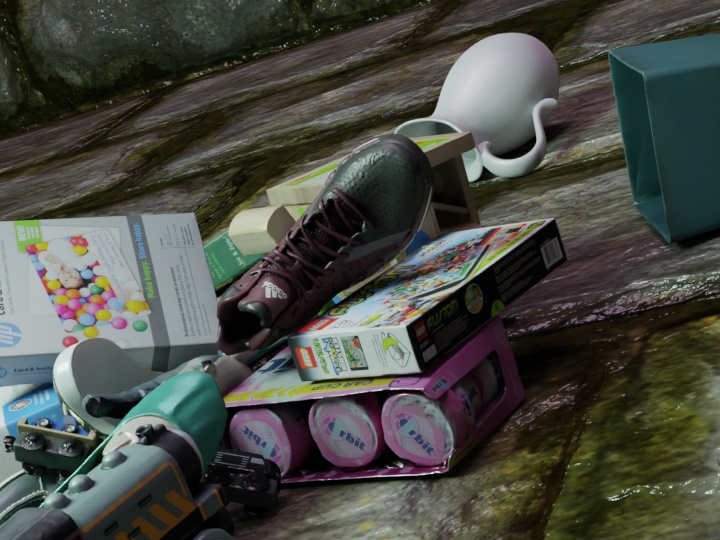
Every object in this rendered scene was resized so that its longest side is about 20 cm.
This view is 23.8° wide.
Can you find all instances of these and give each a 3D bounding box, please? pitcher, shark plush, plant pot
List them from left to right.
[{"bbox_3d":[-0.134,0.103,1.245,0.082,0.092,0.200,-4,11,27],"label":"shark plush"},{"bbox_3d":[0.157,-0.172,1.873,0.170,0.122,0.200,16,45,32],"label":"pitcher"},{"bbox_3d":[0.326,-0.128,1.422,0.197,0.143,0.141,-13,15,0],"label":"plant pot"}]

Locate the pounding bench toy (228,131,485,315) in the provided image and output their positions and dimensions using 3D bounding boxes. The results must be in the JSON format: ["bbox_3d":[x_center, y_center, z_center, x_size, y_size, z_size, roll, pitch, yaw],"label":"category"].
[{"bbox_3d":[0.000,0.000,1.340,0.199,0.158,0.124,-25,14,-35],"label":"pounding bench toy"}]

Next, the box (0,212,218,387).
[{"bbox_3d":[-0.220,0.021,1.399,0.197,0.041,0.157,-3,45,-16],"label":"box"}]

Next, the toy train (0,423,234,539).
[{"bbox_3d":[-0.152,0.176,1.024,0.085,0.115,0.200,-7,20,40],"label":"toy train"}]

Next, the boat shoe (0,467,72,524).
[{"bbox_3d":[-0.193,0.165,1.202,0.199,0.074,0.061,-25,11,-35],"label":"boat shoe"}]

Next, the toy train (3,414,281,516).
[{"bbox_3d":[-0.150,0.131,1.184,0.197,0.034,0.046,9,39,8],"label":"toy train"}]

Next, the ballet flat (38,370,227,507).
[{"bbox_3d":[-0.163,0.149,1.122,0.200,0.067,0.070,-47,-7,0],"label":"ballet flat"}]

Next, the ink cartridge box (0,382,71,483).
[{"bbox_3d":[-0.321,0.161,1.361,0.198,0.087,0.146,-21,15,-10],"label":"ink cartridge box"}]

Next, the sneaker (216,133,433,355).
[{"bbox_3d":[-0.031,-0.004,1.185,0.200,0.076,0.115,-48,-3,27],"label":"sneaker"}]

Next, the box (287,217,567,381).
[{"bbox_3d":[0.050,0.019,1.205,0.109,0.035,0.199,-7,17,39],"label":"box"}]

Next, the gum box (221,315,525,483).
[{"bbox_3d":[0.010,0.092,1.197,0.198,0.067,0.113,-9,18,37],"label":"gum box"}]

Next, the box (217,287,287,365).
[{"bbox_3d":[-0.106,0.046,1.545,0.082,0.050,0.199,-4,22,48],"label":"box"}]

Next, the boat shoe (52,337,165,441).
[{"bbox_3d":[-0.191,0.104,1.307,0.063,0.072,0.200,-17,-20,15],"label":"boat shoe"}]

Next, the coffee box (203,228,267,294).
[{"bbox_3d":[-0.156,0.011,1.615,0.199,0.044,0.123,-33,0,6],"label":"coffee box"}]
